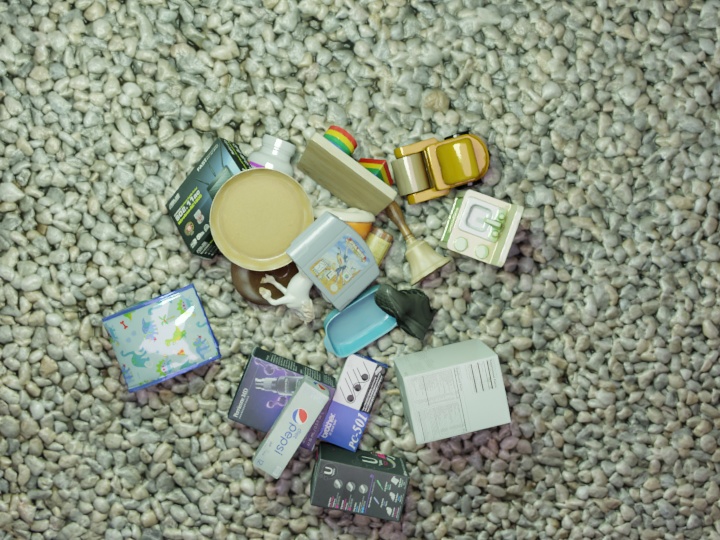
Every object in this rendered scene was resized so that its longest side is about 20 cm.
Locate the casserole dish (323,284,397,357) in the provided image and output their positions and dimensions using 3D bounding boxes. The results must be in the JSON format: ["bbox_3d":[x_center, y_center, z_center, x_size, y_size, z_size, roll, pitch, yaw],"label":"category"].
[{"bbox_3d":[0.001,0.103,1.606,0.199,0.039,0.122,-31,129,-14],"label":"casserole dish"}]

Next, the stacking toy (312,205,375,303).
[{"bbox_3d":[-0.047,-0.031,1.565,0.145,0.146,0.202,4,98,-4],"label":"stacking toy"}]

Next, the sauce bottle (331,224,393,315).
[{"bbox_3d":[0.000,0.000,1.616,0.066,0.066,0.201,29,91,-6],"label":"sauce bottle"}]

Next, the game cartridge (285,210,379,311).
[{"bbox_3d":[-0.046,-0.019,1.491,0.133,0.042,0.200,-40,130,0],"label":"game cartridge"}]

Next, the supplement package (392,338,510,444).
[{"bbox_3d":[0.187,0.251,1.586,0.198,0.191,0.149,-13,96,-2],"label":"supplement package"}]

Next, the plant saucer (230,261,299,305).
[{"bbox_3d":[-0.172,-0.008,1.569,0.199,0.037,0.202,-14,123,-22],"label":"plant saucer"}]

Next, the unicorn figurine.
[{"bbox_3d":[-0.134,0.035,1.538,0.136,0.074,0.201,24,124,-15],"label":"unicorn figurine"}]

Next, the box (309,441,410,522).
[{"bbox_3d":[-0.004,0.456,1.624,0.198,0.122,0.107,12,94,-5],"label":"box"}]

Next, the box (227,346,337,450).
[{"bbox_3d":[-0.167,0.273,1.608,0.198,0.104,0.149,21,94,-6],"label":"box"}]

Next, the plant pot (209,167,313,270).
[{"bbox_3d":[-0.190,-0.099,1.444,0.198,0.028,0.202,-3,106,-9],"label":"plant pot"}]

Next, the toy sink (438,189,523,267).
[{"bbox_3d":[0.242,-0.091,1.558,0.111,0.200,0.131,19,94,-6],"label":"toy sink"}]

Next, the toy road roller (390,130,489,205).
[{"bbox_3d":[0.171,-0.221,1.568,0.198,0.146,0.124,-16,95,-2],"label":"toy road roller"}]

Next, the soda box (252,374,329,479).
[{"bbox_3d":[-0.140,0.317,1.526,0.063,0.068,0.201,32,93,-5],"label":"soda box"}]

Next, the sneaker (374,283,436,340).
[{"bbox_3d":[0.098,0.070,1.588,0.076,0.200,0.091,29,80,38],"label":"sneaker"}]

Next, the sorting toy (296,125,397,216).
[{"bbox_3d":[-0.019,-0.207,1.538,0.199,0.199,0.070,36,76,-6],"label":"sorting toy"}]

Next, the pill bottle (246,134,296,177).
[{"bbox_3d":[-0.203,-0.178,1.568,0.103,0.104,0.202,20,93,-5],"label":"pill bottle"}]

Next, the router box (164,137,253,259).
[{"bbox_3d":[-0.296,-0.146,1.523,0.200,0.062,0.150,-47,57,18],"label":"router box"}]

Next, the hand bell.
[{"bbox_3d":[0.101,-0.078,1.617,0.104,0.104,0.201,-31,85,-1],"label":"hand bell"}]

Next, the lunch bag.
[{"bbox_3d":[-0.409,0.137,1.569,0.198,0.127,0.171,-20,96,8],"label":"lunch bag"}]

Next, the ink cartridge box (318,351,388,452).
[{"bbox_3d":[-0.018,0.286,1.649,0.093,0.044,0.202,22,93,-4],"label":"ink cartridge box"}]
